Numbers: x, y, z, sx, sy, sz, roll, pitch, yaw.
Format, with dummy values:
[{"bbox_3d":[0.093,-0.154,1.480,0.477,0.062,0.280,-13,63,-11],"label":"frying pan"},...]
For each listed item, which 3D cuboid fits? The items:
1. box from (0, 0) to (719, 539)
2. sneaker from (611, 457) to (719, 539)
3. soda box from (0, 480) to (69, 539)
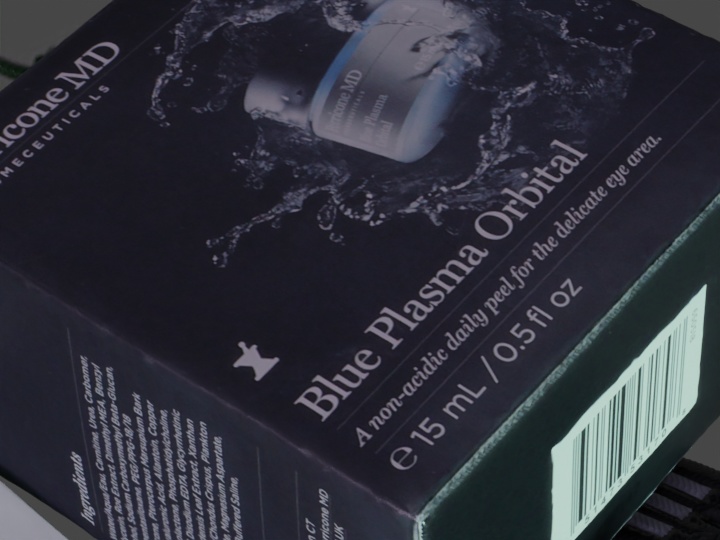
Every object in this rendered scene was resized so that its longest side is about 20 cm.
[{"bbox_3d":[0.000,0.000,0.754,0.200,0.197,0.118,29,145,26],"label":"box"},{"bbox_3d":[0.150,0.126,0.778,0.200,0.074,0.088,22,128,35],"label":"sneaker"},{"bbox_3d":[-0.083,0.136,0.748,0.200,0.068,0.064,37,155,21],"label":"soda box"}]
